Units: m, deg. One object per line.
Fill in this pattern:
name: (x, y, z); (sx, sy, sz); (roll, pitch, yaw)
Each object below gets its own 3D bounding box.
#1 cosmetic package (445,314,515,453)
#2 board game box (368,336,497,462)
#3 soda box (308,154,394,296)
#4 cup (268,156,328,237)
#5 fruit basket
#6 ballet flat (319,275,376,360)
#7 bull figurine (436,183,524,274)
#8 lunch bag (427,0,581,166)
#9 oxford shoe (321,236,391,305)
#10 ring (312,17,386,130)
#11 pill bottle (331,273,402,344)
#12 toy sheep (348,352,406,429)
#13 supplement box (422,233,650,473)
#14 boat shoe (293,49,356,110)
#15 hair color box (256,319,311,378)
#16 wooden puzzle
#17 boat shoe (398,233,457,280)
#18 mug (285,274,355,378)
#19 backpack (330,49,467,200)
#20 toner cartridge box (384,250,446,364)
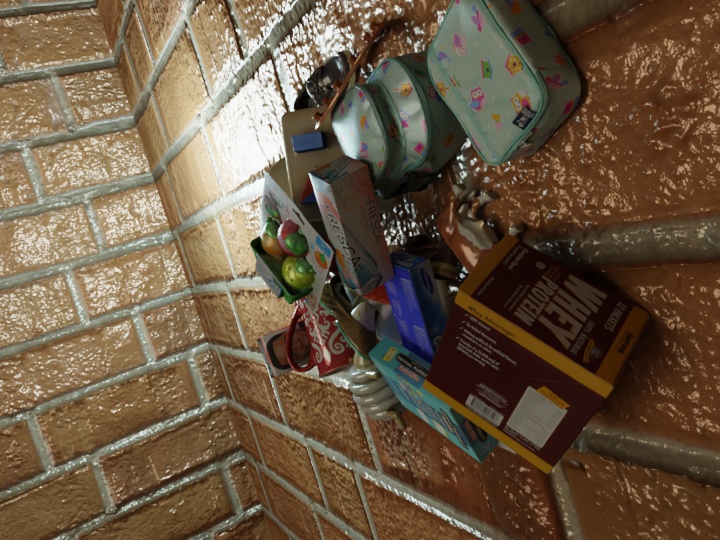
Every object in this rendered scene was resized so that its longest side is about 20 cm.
cosmetic package: (0.198, 0.178, 1.019); (0.150, 0.051, 0.201); (3, 110, 59)
board game box: (0.116, 0.205, 1.016); (0.200, 0.047, 0.151); (28, 156, 49)
soda box: (-0.010, -0.065, 0.933); (0.063, 0.068, 0.201); (33, 147, 50)
cup: (-0.061, -0.133, 1.178); (0.143, 0.200, 0.202); (-9, 100, 38)
fruit basket: (-0.120, -0.038, 1.046); (0.185, 0.093, 0.200); (50, 156, 18)
ballet flat: (-0.015, 0.072, 1.115); (0.072, 0.068, 0.200); (-52, 42, 10)
bull figurine: (0.180, -0.032, 0.898); (0.200, 0.065, 0.122); (52, 145, 28)
lunch bag: (0.167, -0.234, 0.768); (0.201, 0.077, 0.161); (63, 152, 15)
oxford shoe: (0.000, 0.000, 1.114); (0.199, 0.071, 0.072); (33, -178, 22)
ring: (-0.022, -0.309, 0.979); (0.019, 0.201, 0.200); (33, 155, -11)
pill bottle: (0.026, 0.050, 1.192); (0.200, 0.109, 0.110); (39, 140, 47)
toy sheep: (0.045, 0.238, 1.268); (0.138, 0.137, 0.201); (-7, 108, 63)
supplement box: (0.210, 0.104, 0.786); (0.197, 0.133, 0.201); (33, 139, 19)
boat shoe: (-0.070, -0.339, 1.162); (0.200, 0.064, 0.072); (-23, 86, 63)
hair color box: (-0.130, 0.167, 1.463); (0.102, 0.199, 0.061); (67, 157, 4)
wooden puzzle: (-0.043, -0.189, 1.068); (0.046, 0.184, 0.202); (-3, -94, -77)
boat shoe: (0.103, -0.026, 1.059); (0.200, 0.072, 0.073); (-177, 98, -69)
mug: (-0.082, 0.127, 1.389); (0.201, 0.176, 0.133); (69, 156, 11)
backpack: (0.058, -0.215, 0.915); (0.200, 0.153, 0.177); (-36, 72, 54)
toner cartridge box: (0.094, 0.072, 1.013); (0.095, 0.043, 0.201); (19, 132, 57)
